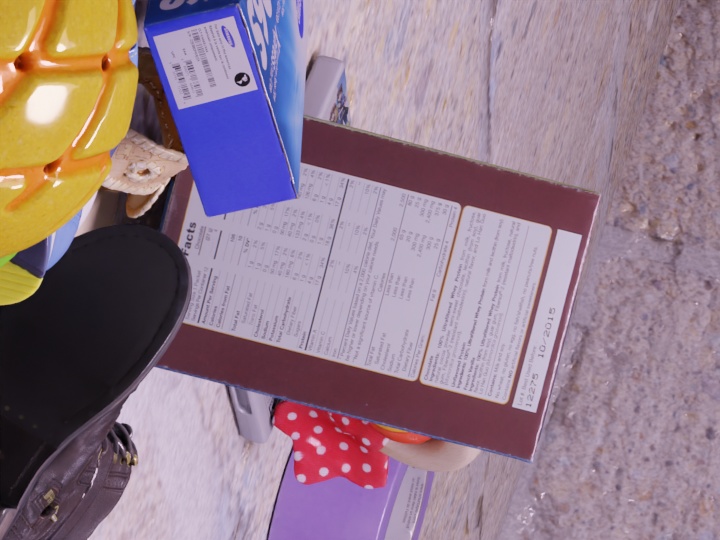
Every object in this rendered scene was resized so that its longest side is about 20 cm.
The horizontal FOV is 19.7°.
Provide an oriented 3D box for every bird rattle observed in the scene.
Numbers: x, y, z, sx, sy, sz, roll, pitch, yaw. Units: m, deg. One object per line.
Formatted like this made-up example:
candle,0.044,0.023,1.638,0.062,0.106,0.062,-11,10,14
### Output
bird rattle,0.008,0.078,1.327,0.113,0.163,0.200,-40,139,-37

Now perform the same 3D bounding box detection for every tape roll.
tape roll,-0.005,0.188,1.646,0.200,0.085,0.201,14,90,-78

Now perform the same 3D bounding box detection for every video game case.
video game case,-0.046,-0.011,1.367,0.182,0.022,0.200,83,26,-61

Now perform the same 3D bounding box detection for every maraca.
maraca,-0.133,-0.090,0.681,0.137,0.107,0.200,-69,157,-46

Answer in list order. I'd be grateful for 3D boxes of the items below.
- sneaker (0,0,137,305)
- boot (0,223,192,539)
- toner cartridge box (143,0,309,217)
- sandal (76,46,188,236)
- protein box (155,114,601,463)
sneaker,-0.123,-0.089,0.811,0.082,0.074,0.200,-45,155,-70
boot,-0.133,0.072,0.926,0.200,0.069,0.174,-50,168,0
toner cartridge box,-0.056,-0.116,0.928,0.200,0.043,0.095,-90,167,-57
sandal,-0.101,-0.070,0.927,0.212,0.069,0.078,91,19,-50
protein box,0.000,0.000,1.069,0.199,0.199,0.135,-116,-139,-88
